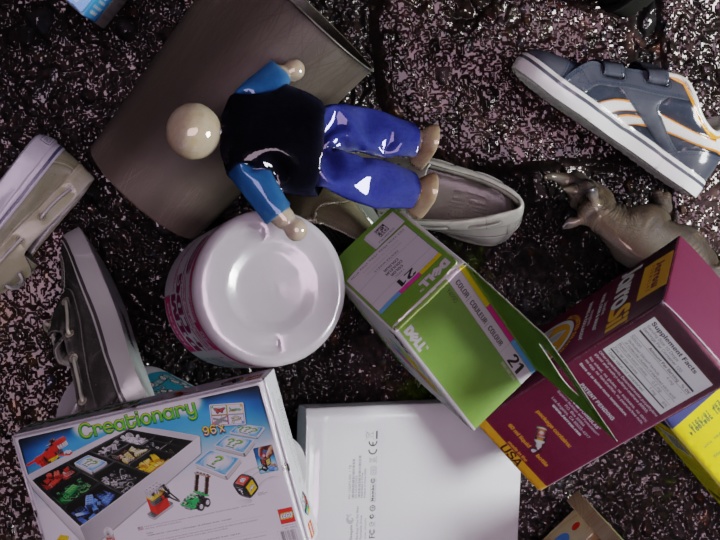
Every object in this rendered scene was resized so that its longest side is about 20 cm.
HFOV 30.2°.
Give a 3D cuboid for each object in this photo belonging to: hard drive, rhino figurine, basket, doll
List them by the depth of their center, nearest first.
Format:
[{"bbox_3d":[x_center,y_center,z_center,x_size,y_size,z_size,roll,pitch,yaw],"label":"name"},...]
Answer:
[{"bbox_3d":[-0.041,-0.084,0.957,0.199,0.048,0.137,10,71,-20],"label":"doll"},{"bbox_3d":[-0.110,-0.136,1.061,0.200,0.181,0.136,-47,128,10],"label":"basket"},{"bbox_3d":[0.239,-0.030,1.118,0.199,0.088,0.060,32,124,-6],"label":"rhino figurine"},{"bbox_3d":[0.042,0.177,1.131,0.199,0.026,0.133,0,95,-22],"label":"hard drive"}]

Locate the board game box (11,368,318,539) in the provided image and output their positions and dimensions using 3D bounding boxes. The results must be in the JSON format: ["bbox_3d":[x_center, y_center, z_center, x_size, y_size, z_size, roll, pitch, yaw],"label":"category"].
[{"bbox_3d":[-0.142,0.155,0.967,0.199,0.035,0.127,-13,97,12],"label":"board game box"}]

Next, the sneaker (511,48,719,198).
[{"bbox_3d":[0.222,-0.144,1.119,0.199,0.078,0.080,30,97,-18],"label":"sneaker"}]

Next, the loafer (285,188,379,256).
[{"bbox_3d":[0.000,0.000,1.088,0.075,0.070,0.200,-22,125,35],"label":"loafer"}]

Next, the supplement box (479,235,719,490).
[{"bbox_3d":[0.201,0.077,1.075,0.086,0.110,0.200,46,123,-9],"label":"supplement box"}]

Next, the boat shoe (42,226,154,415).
[{"bbox_3d":[-0.218,0.044,1.055,0.063,0.200,0.071,-24,138,-4],"label":"boat shoe"}]

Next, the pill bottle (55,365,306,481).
[{"bbox_3d":[-0.150,0.147,1.070,0.199,0.111,0.111,23,94,27],"label":"pill bottle"}]

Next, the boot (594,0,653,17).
[{"bbox_3d":[0.200,-0.286,1.034,0.157,0.080,0.211,13,139,-29],"label":"boot"}]

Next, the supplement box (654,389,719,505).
[{"bbox_3d":[0.342,0.152,1.139,0.109,0.110,0.200,-41,96,0],"label":"supplement box"}]

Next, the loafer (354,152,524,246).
[{"bbox_3d":[0.039,-0.069,1.108,0.199,0.070,0.070,10,72,-8],"label":"loafer"}]

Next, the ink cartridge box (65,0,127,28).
[{"bbox_3d":[-0.197,-0.315,1.033,0.144,0.147,0.200,40,92,-7],"label":"ink cartridge box"}]

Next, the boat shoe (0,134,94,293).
[{"bbox_3d":[-0.294,-0.016,1.092,0.062,0.072,0.201,34,89,-4],"label":"boat shoe"}]

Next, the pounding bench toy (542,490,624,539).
[{"bbox_3d":[0.209,0.327,1.135,0.156,0.124,0.200,-44,106,1],"label":"pounding bench toy"}]

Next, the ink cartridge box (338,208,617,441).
[{"bbox_3d":[0.081,0.060,0.991,0.076,0.200,0.148,-42,132,-5],"label":"ink cartridge box"}]

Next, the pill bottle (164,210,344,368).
[{"bbox_3d":[-0.091,0.019,1.038,0.113,0.200,0.114,1,85,-17],"label":"pill bottle"}]
